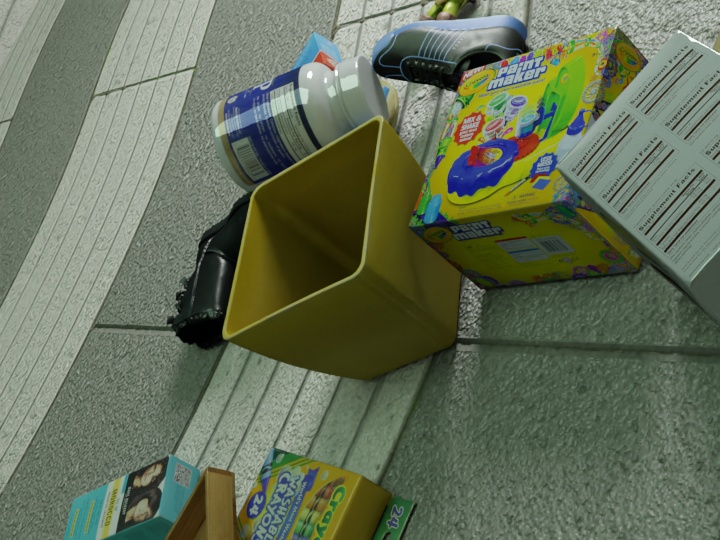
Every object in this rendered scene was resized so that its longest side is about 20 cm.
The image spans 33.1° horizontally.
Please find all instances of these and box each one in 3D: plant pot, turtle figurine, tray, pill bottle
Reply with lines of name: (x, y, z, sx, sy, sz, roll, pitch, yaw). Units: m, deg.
plant pot: (0.000, 0.000, 1.259, 0.199, 0.176, 0.202, -26, 42, 37)
turtle figurine: (0.106, -0.350, 1.544, 0.199, 0.064, 0.163, 18, 82, 47)
tray: (-0.182, 0.311, 1.280, 0.201, 0.037, 0.099, -60, 26, 34)
pill bottle: (-0.071, -0.184, 1.483, 0.197, 0.120, 0.121, -19, 44, 19)

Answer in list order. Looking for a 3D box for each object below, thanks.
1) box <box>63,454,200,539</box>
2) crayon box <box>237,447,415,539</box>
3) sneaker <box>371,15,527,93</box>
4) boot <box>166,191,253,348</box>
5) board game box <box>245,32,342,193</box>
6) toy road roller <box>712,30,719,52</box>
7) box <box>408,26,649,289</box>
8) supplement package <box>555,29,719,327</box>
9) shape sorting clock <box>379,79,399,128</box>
box: (-0.280, 0.295, 1.464, 0.199, 0.049, 0.083, -28, 41, 35)
crayon box: (-0.047, 0.257, 1.201, 0.199, 0.051, 0.127, 4, 64, 53)
sneaker: (0.097, -0.245, 1.420, 0.197, 0.070, 0.079, -6, 49, 27)
boot: (-0.170, 0.002, 1.569, 0.197, 0.073, 0.164, -30, 37, 44)
board game box: (-0.091, -0.207, 1.628, 0.201, 0.040, 0.153, -57, 20, 17)
toy road roller: (0.385, -0.187, 1.019, 0.124, 0.144, 0.200, -63, -3, -14)
box: (0.179, -0.102, 1.175, 0.198, 0.122, 0.195, -9, 53, 48)
supplement package: (0.289, -0.040, 0.912, 0.147, 0.191, 0.200, -47, 33, 9)
shape sorting clock: (-0.021, -0.157, 1.553, 0.199, 0.039, 0.202, -31, 40, 30)
